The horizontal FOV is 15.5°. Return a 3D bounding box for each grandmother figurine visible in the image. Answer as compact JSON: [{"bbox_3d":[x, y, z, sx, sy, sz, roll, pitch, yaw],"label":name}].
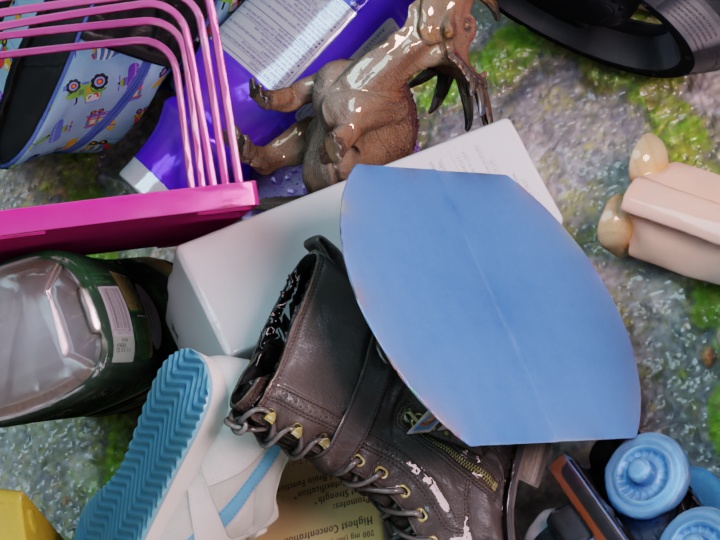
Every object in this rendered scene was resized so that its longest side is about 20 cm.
[{"bbox_3d":[0.225,-0.009,1.410,0.199,0.061,0.122,17,81,33],"label":"grandmother figurine"}]

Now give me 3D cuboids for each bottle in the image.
[{"bbox_3d":[-0.056,-0.111,1.551,0.200,0.065,0.084,-47,54,-3],"label":"bottle"}]

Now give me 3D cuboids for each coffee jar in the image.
[{"bbox_3d":[-0.156,0.037,1.480,0.104,0.200,0.086,-21,84,13],"label":"coffee jar"}]

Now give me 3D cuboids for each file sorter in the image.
[{"bbox_3d":[-0.144,-0.077,1.407,0.138,0.200,0.126,-8,87,-11],"label":"file sorter"}]

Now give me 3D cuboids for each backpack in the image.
[{"bbox_3d":[-0.165,-0.157,1.616,0.183,0.134,0.201,49,120,50],"label":"backpack"}]

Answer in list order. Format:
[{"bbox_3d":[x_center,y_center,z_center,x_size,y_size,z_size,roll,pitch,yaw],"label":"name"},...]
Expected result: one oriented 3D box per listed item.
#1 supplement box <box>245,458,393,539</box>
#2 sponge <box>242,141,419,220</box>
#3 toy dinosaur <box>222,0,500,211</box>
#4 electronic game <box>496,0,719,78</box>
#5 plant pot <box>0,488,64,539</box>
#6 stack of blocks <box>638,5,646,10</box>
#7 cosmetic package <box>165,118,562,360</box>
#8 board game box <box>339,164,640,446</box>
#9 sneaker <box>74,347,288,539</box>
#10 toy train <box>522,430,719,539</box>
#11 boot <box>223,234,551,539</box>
[{"bbox_3d":[-0.029,0.172,1.422,0.126,0.074,0.201,-18,59,17],"label":"supplement box"},{"bbox_3d":[-0.023,-0.078,1.576,0.111,0.030,0.201,-20,58,14],"label":"sponge"},{"bbox_3d":[0.006,-0.075,1.478,0.135,0.200,0.086,-15,63,-31],"label":"toy dinosaur"},{"bbox_3d":[0.117,-0.164,1.449,0.200,0.200,0.042,23,79,32],"label":"electronic game"},{"bbox_3d":[-0.234,0.224,1.429,0.176,0.200,0.201,-15,59,6],"label":"plant pot"},{"bbox_3d":[0.120,-0.202,1.520,0.199,0.115,0.059,17,72,12],"label":"stack of blocks"},{"bbox_3d":[0.000,0.000,1.431,0.199,0.102,0.071,-22,71,-16],"label":"cosmetic package"},{"bbox_3d":[0.055,0.026,1.332,0.039,0.200,0.158,-39,64,34],"label":"board game box"},{"bbox_3d":[-0.091,0.129,1.378,0.200,0.081,0.077,-58,37,32],"label":"sneaker"},{"bbox_3d":[0.156,0.171,1.333,0.114,0.087,0.200,-40,55,8],"label":"toy train"},{"bbox_3d":[0.004,0.103,1.326,0.069,0.174,0.201,-19,49,51],"label":"boot"}]
